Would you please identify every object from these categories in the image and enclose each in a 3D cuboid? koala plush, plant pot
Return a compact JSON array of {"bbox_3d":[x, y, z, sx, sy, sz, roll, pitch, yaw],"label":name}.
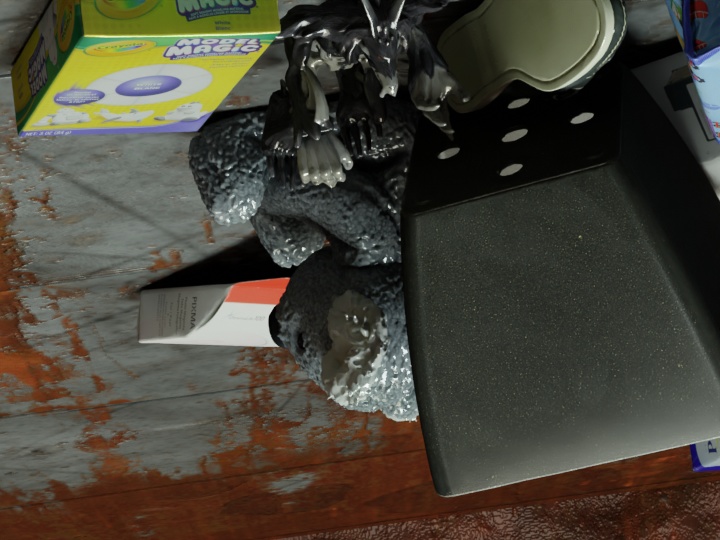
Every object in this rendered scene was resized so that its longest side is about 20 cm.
[{"bbox_3d":[0.000,0.000,1.694,0.183,0.201,0.177,-11,165,13],"label":"koala plush"},{"bbox_3d":[0.118,-0.008,1.550,0.199,0.178,0.200,-15,-153,16],"label":"plant pot"}]

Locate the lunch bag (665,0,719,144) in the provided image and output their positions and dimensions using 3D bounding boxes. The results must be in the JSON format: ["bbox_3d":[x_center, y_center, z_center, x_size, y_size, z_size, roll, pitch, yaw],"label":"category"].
[{"bbox_3d":[0.275,-0.166,1.452,0.199,0.095,0.151,-19,162,8],"label":"lunch bag"}]

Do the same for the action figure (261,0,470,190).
[{"bbox_3d":[0.003,-0.107,1.477,0.118,0.103,0.200,-19,170,-16],"label":"action figure"}]

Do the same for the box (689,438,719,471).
[{"bbox_3d":[0.470,0.140,2.708,0.183,0.106,0.200,0,165,-26],"label":"box"}]

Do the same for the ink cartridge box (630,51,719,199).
[{"bbox_3d":[0.245,-0.093,1.678,0.199,0.085,0.146,-19,163,21],"label":"ink cartridge box"}]

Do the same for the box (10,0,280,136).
[{"bbox_3d":[-0.120,-0.128,1.442,0.117,0.049,0.200,-3,164,-20],"label":"box"}]

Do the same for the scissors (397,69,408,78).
[{"bbox_3d":[0.104,-0.121,1.666,0.073,0.014,0.200,-15,163,31],"label":"scissors"}]

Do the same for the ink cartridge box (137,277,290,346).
[{"bbox_3d":[-0.059,0.036,2.045,0.162,0.058,0.199,4,179,-38],"label":"ink cartridge box"}]

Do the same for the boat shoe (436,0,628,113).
[{"bbox_3d":[0.113,-0.135,1.482,0.066,0.075,0.199,-12,172,-24],"label":"boat shoe"}]
